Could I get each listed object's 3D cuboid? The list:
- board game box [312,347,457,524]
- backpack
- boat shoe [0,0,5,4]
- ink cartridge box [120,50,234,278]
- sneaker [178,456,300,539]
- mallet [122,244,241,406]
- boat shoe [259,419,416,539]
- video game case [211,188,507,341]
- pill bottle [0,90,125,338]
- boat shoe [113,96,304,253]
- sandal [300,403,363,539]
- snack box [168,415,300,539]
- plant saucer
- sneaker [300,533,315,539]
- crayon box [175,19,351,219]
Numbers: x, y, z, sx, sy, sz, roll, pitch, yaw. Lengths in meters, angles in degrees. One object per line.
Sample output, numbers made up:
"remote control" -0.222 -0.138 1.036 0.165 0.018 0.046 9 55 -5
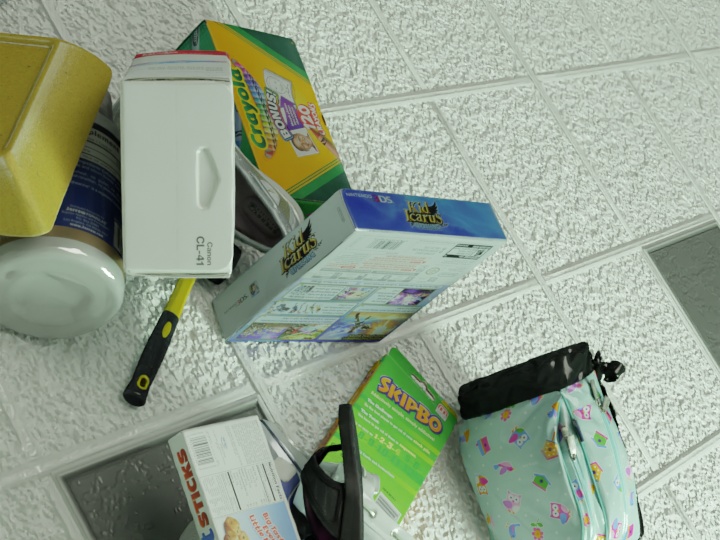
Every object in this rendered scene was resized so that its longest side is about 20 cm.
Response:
"board game box" 0.021 0.155 1.328 0.096 0.030 0.200 48 38 -7
"backpack" 0.174 0.183 1.382 0.126 0.166 0.202 -13 82 -40
"boat shoe" -0.359 -0.268 1.236 0.198 0.068 0.074 7 54 -44
"ink cartridge box" -0.138 -0.088 1.155 0.085 0.149 0.200 0 12 -4
"sneaker" -0.086 0.246 1.098 0.115 0.080 0.200 46 43 -14
"mallet" -0.147 0.038 1.239 0.066 0.041 0.201 30 45 -22
"boat shoe" -0.014 0.185 1.213 0.200 0.067 0.073 51 -8 -17
"video game case" 0.000 0.000 1.306 0.199 0.181 0.046 3 56 -47
"pill bottle" -0.235 -0.058 1.156 0.110 0.111 0.202 24 44 -33
"boat shoe" -0.134 -0.084 1.298 0.202 0.075 0.065 42 9 -3
"sandal" -0.021 0.182 1.111 0.047 0.076 0.202 -1 48 0
"snack box" -0.072 0.205 1.057 0.071 0.024 0.202 -7 71 -45
"plant saucer" -0.300 -0.117 1.092 0.198 0.049 0.201 6 43 4
"sneaker" -0.006 0.288 1.110 0.070 0.090 0.202 19 57 -37
"crayon box" -0.092 -0.134 1.425 0.118 0.058 0.202 4 57 -46
